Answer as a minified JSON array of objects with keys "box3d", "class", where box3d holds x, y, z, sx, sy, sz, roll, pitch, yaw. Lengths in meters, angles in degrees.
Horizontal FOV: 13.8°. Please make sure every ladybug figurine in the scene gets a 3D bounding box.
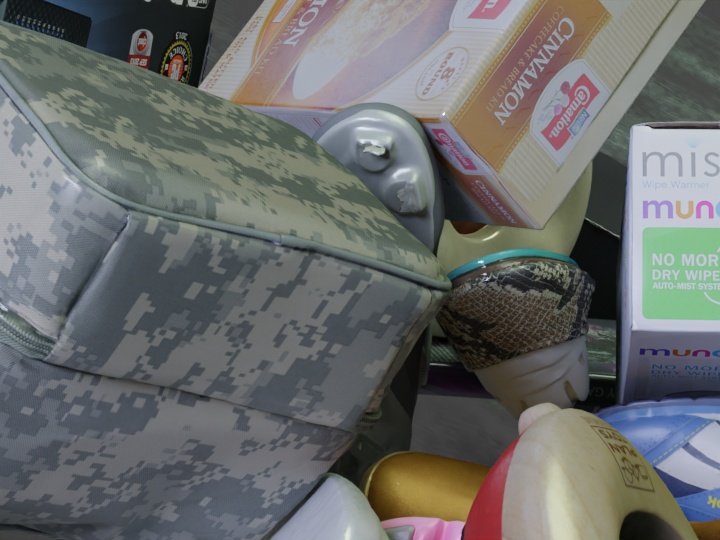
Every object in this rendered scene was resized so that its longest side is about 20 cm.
[{"box3d":[0.086,0.144,1.035,0.135,0.072,0.201,17,52,-58],"class":"ladybug figurine"}]

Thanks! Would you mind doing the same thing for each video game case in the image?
[{"box3d":[0.087,0.042,1.445,0.198,0.019,0.143,5,10,-12],"class":"video game case"}]

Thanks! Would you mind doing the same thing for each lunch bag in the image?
[{"box3d":[-0.096,0.022,1.039,0.199,0.168,0.139,15,20,-45],"class":"lunch bag"}]

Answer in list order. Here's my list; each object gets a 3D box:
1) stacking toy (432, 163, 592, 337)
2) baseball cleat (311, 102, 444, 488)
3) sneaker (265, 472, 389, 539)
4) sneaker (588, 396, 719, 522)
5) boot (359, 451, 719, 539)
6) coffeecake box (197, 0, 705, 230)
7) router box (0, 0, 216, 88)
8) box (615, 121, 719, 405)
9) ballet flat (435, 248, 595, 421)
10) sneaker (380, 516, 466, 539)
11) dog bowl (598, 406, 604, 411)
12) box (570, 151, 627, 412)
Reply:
[{"box3d":[0.003,-0.059,1.463,0.146,0.147,0.199,15,4,-42],"class":"stacking toy"},{"box3d":[0.000,0.000,1.240,0.069,0.201,0.107,12,36,4],"class":"baseball cleat"},{"box3d":[0.007,0.149,1.021,0.088,0.075,0.200,33,20,-22],"class":"sneaker"},{"box3d":[0.157,0.096,1.241,0.198,0.083,0.074,-2,-11,16],"class":"sneaker"},{"box3d":[0.111,0.113,1.178,0.200,0.071,0.144,30,-29,-17],"class":"boot"},{"box3d":[0.040,-0.103,1.277,0.073,0.154,0.199,47,-21,-28],"class":"coffeecake box"},{"box3d":[-0.145,-0.072,1.287,0.062,0.151,0.200,16,8,26],"class":"router box"},{"box3d":[0.210,0.010,1.267,0.198,0.097,0.177,2,-19,2],"class":"box"},{"box3d":[0.073,0.031,1.275,0.200,0.067,0.076,20,53,-85],"class":"ballet flat"},{"box3d":[0.072,0.154,1.136,0.199,0.079,0.095,26,-8,-11],"class":"sneaker"},{"box3d":[0.168,0.134,1.374,0.199,0.059,0.200,26,14,-7],"class":"dog bowl"},{"box3d":[0.125,0.005,1.641,0.181,0.105,0.200,31,14,4],"class":"box"}]
